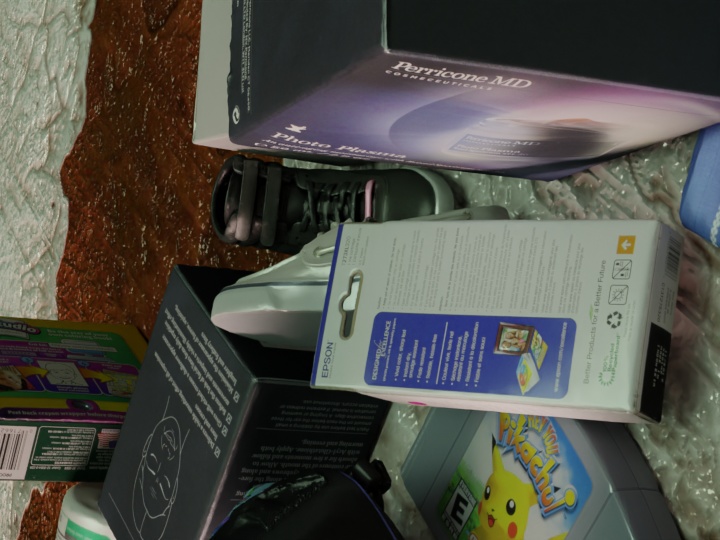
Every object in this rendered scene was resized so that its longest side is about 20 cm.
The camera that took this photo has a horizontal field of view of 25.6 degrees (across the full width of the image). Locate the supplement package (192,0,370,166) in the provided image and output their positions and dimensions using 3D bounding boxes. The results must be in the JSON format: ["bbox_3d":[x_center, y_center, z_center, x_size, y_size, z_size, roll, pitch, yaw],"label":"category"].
[{"bbox_3d":[-0.005,-0.135,0.972,0.199,0.120,0.121,-2,83,58],"label":"supplement package"}]

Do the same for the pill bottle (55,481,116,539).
[{"bbox_3d":[-0.187,0.270,1.201,0.113,0.112,0.202,24,104,57],"label":"pill bottle"}]

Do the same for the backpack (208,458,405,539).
[{"bbox_3d":[-0.034,0.212,0.911,0.183,0.134,0.200,57,153,-5],"label":"backpack"}]

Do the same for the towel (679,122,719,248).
[{"bbox_3d":[0.220,-0.056,0.690,0.200,0.024,0.146,35,115,55],"label":"towel"}]

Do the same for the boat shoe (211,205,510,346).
[{"bbox_3d":[0.000,0.000,0.943,0.199,0.072,0.066,-11,64,33],"label":"boat shoe"}]

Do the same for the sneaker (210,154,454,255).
[{"bbox_3d":[-0.028,-0.036,1.013,0.199,0.099,0.071,3,85,57],"label":"sneaker"}]

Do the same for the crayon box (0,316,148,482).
[{"bbox_3d":[-0.246,0.098,1.243,0.173,0.199,0.059,43,121,52],"label":"crayon box"}]

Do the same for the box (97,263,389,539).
[{"bbox_3d":[-0.084,0.121,1.067,0.149,0.106,0.201,48,124,49],"label":"box"}]

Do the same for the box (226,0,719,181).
[{"bbox_3d":[0.059,-0.124,0.769,0.198,0.198,0.124,161,111,-65],"label":"box"}]

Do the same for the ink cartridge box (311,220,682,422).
[{"bbox_3d":[0.067,0.024,0.826,0.199,0.037,0.096,2,76,35],"label":"ink cartridge box"}]

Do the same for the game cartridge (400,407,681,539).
[{"bbox_3d":[0.093,0.122,0.852,0.134,0.040,0.200,-62,38,24],"label":"game cartridge"}]
